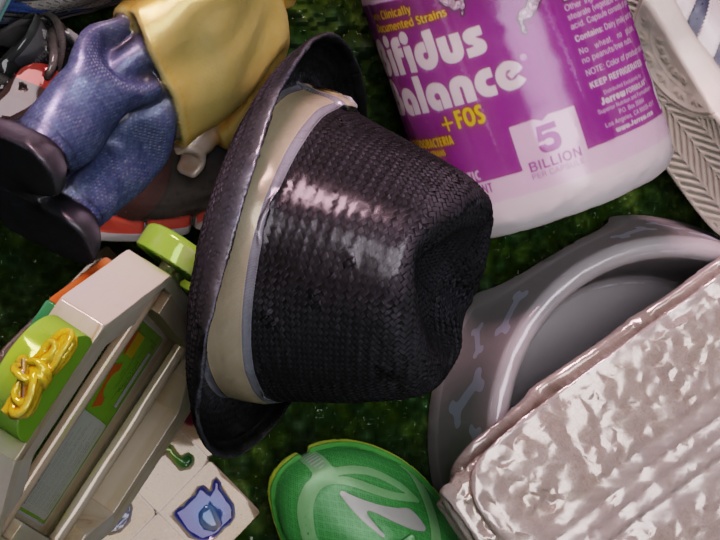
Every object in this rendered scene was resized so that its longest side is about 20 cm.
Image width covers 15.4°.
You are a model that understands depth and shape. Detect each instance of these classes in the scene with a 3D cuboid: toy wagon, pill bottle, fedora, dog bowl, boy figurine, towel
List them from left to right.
[{"bbox_3d":[-0.113,0.054,1.070,0.039,0.200,0.156,30,81,16],"label":"toy wagon"},{"bbox_3d":[-0.074,-0.100,1.078,0.200,0.064,0.125,-51,140,-23],"label":"boy figurine"},{"bbox_3d":[0.000,0.000,1.097,0.091,0.201,0.201,16,84,14],"label":"fedora"},{"bbox_3d":[0.056,-0.123,1.159,0.112,0.112,0.201,-22,98,-14],"label":"pill bottle"},{"bbox_3d":[0.133,0.073,1.210,0.199,0.059,0.201,1,88,-14],"label":"dog bowl"},{"bbox_3d":[0.139,0.089,1.165,0.200,0.034,0.133,-34,98,-14],"label":"towel"}]

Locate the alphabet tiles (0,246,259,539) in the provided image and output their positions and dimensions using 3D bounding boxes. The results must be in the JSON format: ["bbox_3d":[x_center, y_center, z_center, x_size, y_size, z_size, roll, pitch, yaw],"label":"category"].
[{"bbox_3d":[-0.146,0.094,1.162,0.200,0.008,0.167,-46,99,-12],"label":"alphabet tiles"}]

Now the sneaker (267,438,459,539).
[{"bbox_3d":[0.033,0.158,1.166,0.074,0.084,0.200,-34,97,-5],"label":"sneaker"}]

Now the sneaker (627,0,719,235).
[{"bbox_3d":[0.152,-0.111,1.220,0.084,0.075,0.200,-33,91,-35],"label":"sneaker"}]

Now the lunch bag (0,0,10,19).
[{"bbox_3d":[-0.195,-0.154,1.072,0.077,0.160,0.201,40,65,-41],"label":"lunch bag"}]

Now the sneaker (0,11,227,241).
[{"bbox_3d":[-0.122,-0.066,1.121,0.199,0.077,0.082,-1,125,-15],"label":"sneaker"}]

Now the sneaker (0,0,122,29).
[{"bbox_3d":[-0.093,-0.147,1.141,0.199,0.085,0.077,-22,94,-15],"label":"sneaker"}]
